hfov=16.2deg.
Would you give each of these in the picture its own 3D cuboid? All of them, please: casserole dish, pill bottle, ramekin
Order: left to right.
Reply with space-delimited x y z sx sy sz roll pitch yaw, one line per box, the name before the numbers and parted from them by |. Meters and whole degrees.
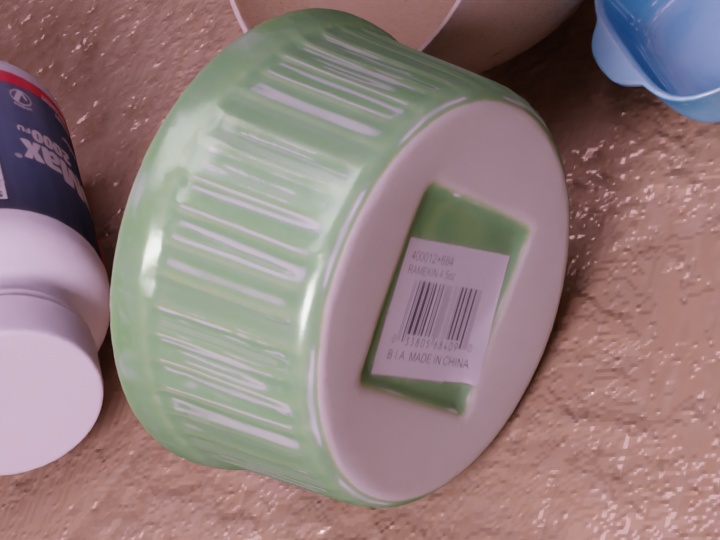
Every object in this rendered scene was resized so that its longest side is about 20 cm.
pill bottle | -0.184 -0.001 1.218 0.119 0.120 0.200 -30 43 8
ramekin | 0.000 0.000 1.039 0.097 0.200 0.200 20 66 35
casserole dish | 0.198 -0.136 1.136 0.200 0.039 0.121 -33 42 6

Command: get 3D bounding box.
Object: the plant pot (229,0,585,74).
plant pot | 0.046 -0.176 1.180 0.200 0.134 0.201 -6 82 49
